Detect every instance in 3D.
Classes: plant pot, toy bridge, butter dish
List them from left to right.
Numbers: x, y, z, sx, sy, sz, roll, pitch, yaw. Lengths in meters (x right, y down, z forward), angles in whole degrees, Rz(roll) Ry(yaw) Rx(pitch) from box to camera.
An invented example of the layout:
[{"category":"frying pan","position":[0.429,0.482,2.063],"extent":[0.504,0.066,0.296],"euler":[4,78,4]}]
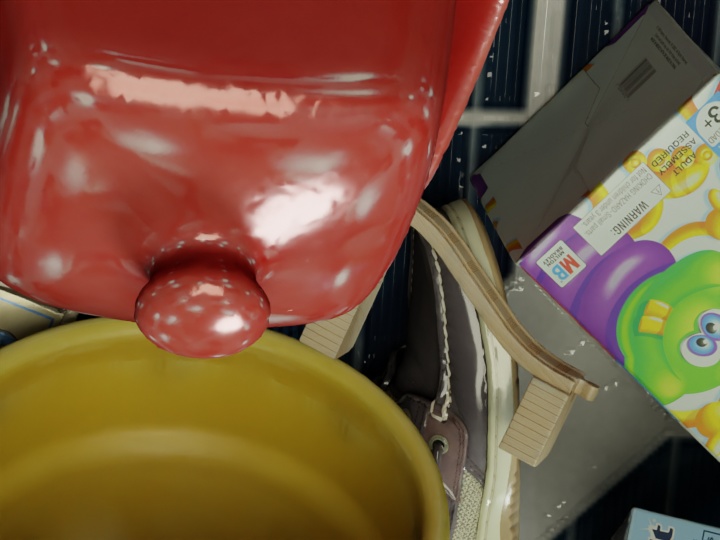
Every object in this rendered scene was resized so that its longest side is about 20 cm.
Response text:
[{"category":"plant pot","position":[-0.075,0.149,1.125],"extent":[0.200,0.201,0.189],"euler":[0,131,-8]},{"category":"butter dish","position":[-0.052,-0.039,0.978],"extent":[0.200,0.148,0.200],"euler":[5,144,-12]},{"category":"toy bridge","position":[0.000,0.000,1.120],"extent":[0.200,0.027,0.067],"euler":[27,105,11]}]

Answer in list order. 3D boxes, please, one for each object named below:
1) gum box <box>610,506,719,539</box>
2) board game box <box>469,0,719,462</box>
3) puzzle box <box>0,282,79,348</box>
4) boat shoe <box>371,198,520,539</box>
[{"category":"gum box","position":[0.183,0.152,1.156],"extent":[0.200,0.170,0.045],"euler":[15,73,0]},{"category":"board game box","position":[0.152,0.011,1.150],"extent":[0.103,0.105,0.200],"euler":[-44,109,9]},{"category":"puzzle box","position":[-0.221,0.029,1.143],"extent":[0.200,0.025,0.133],"euler":[22,105,-15]},{"category":"boat shoe","position":[0.026,0.071,1.172],"extent":[0.065,0.072,0.200],"euler":[-6,114,-7]}]
